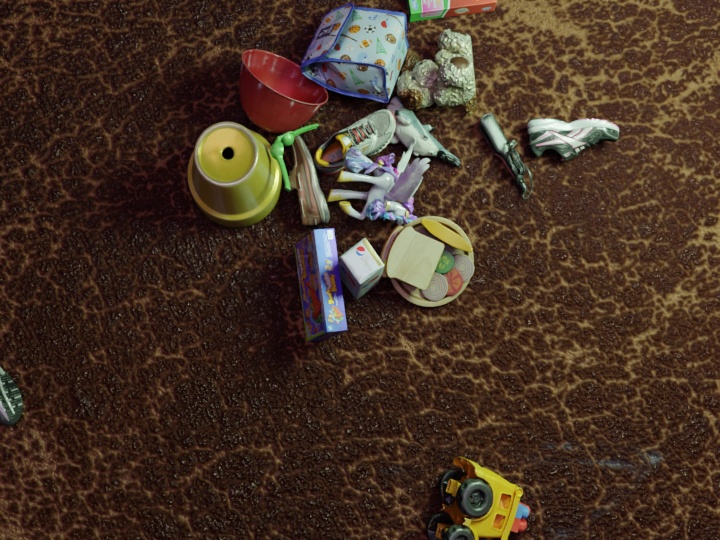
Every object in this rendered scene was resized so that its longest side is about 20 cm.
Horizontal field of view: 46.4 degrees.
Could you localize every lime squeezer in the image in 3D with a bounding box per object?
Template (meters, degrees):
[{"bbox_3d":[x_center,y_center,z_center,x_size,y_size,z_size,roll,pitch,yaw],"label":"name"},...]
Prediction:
[{"bbox_3d":[-0.143,-0.252,1.707,0.069,0.038,0.202,19,51,0],"label":"lime squeezer"}]

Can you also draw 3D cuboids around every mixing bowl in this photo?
[{"bbox_3d":[-0.176,-0.359,1.752,0.198,0.200,0.109,33,119,3],"label":"mixing bowl"}]

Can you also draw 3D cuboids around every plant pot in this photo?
[{"bbox_3d":[-0.260,-0.208,1.705,0.196,0.189,0.206,1,79,-3],"label":"plant pot"}]

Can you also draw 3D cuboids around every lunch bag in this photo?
[{"bbox_3d":[-0.014,-0.467,1.775,0.196,0.125,0.172,13,59,15],"label":"lunch bag"}]

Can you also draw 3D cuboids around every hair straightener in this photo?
[{"bbox_3d":[0.311,-0.246,1.787,0.040,0.077,0.203,-24,82,-8],"label":"hair straightener"}]

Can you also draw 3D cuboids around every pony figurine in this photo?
[{"bbox_3d":[0.049,-0.179,1.728,0.196,0.168,0.196,18,116,-11],"label":"pony figurine"}]

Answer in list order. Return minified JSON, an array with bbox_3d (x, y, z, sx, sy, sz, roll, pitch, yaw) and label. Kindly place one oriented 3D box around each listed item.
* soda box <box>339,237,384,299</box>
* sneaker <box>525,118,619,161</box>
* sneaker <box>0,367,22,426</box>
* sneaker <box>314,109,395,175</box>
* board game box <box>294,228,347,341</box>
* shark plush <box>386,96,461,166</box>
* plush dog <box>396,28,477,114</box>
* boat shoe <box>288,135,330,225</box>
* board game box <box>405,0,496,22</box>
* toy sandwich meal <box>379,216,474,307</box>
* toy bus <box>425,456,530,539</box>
[{"bbox_3d":[0.000,0.000,1.670,0.063,0.200,0.069,-36,83,-8],"label":"soda box"},{"bbox_3d":[0.454,-0.278,1.809,0.195,0.080,0.089,1,92,6],"label":"sneaker"},{"bbox_3d":[-0.749,0.229,1.679,0.079,0.074,0.202,-36,78,7],"label":"sneaker"},{"bbox_3d":[-0.011,-0.267,1.758,0.198,0.082,0.079,-35,83,7],"label":"sneaker"},{"bbox_3d":[-0.082,0.032,1.693,0.044,0.134,0.205,-4,79,-22],"label":"board game box"},{"bbox_3d":[0.137,-0.297,1.799,0.197,0.092,0.084,29,49,9],"label":"shark plush"},{"bbox_3d":[0.159,-0.401,1.790,0.168,0.163,0.202,-6,40,10],"label":"plush dog"},{"bbox_3d":[-0.123,-0.189,1.765,0.070,0.076,0.204,-18,77,1],"label":"boat shoe"},{"bbox_3d":[0.194,-0.647,1.872,0.195,0.040,0.157,-9,81,-3],"label":"board game box"},{"bbox_3d":[0.141,-0.019,1.721,0.200,0.070,0.210,-1,98,-4],"label":"toy sandwich meal"},{"bbox_3d":[0.241,0.492,1.641,0.189,0.135,0.204,22,82,-14],"label":"toy bus"}]
